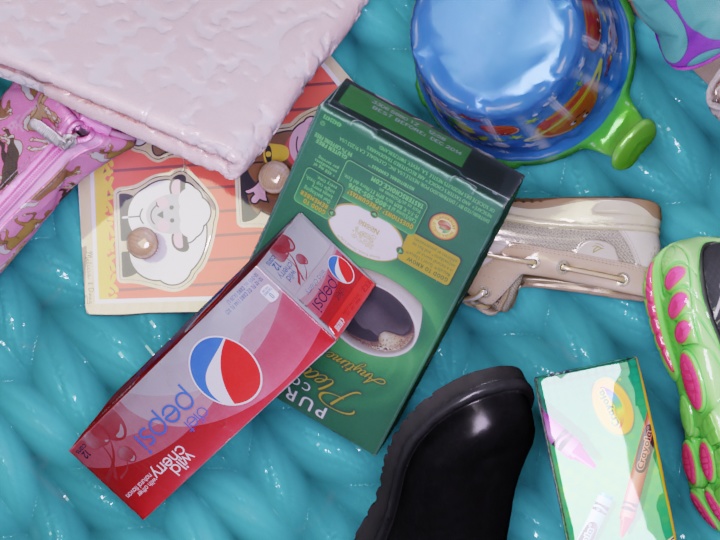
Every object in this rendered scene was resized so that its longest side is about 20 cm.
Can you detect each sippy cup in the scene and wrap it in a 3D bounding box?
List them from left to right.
[{"bbox_3d":[0.087,-0.133,1.435,0.177,0.130,0.140,4,89,13],"label":"sippy cup"}]

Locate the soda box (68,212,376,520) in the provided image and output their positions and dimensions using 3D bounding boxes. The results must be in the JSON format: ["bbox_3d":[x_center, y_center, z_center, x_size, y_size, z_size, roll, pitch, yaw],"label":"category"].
[{"bbox_3d":[-0.081,0.057,1.425,0.063,0.070,0.200,43,126,-5],"label":"soda box"}]

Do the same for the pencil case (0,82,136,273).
[{"bbox_3d":[-0.226,-0.038,1.489,0.200,0.086,0.083,-45,67,10],"label":"pencil case"}]

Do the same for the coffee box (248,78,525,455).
[{"bbox_3d":[0.000,0.000,1.428,0.123,0.044,0.200,28,125,6],"label":"coffee box"}]

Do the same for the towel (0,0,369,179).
[{"bbox_3d":[-0.110,-0.151,1.465,0.190,0.032,0.200,22,48,11],"label":"towel"}]

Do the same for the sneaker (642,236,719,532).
[{"bbox_3d":[0.226,0.076,1.426,0.083,0.077,0.201,-15,97,-18],"label":"sneaker"}]

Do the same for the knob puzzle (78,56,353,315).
[{"bbox_3d":[-0.077,-0.067,1.508,0.219,0.030,0.221,-1,84,8],"label":"knob puzzle"}]

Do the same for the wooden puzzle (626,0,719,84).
[{"bbox_3d":[0.238,-0.223,1.479,0.200,0.037,0.185,-45,81,7],"label":"wooden puzzle"}]

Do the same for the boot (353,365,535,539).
[{"bbox_3d":[0.075,0.171,1.381,0.079,0.212,0.158,-11,51,-32],"label":"boot"}]

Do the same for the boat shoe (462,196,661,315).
[{"bbox_3d":[0.078,-0.008,1.462,0.199,0.072,0.065,0,83,2],"label":"boat shoe"}]

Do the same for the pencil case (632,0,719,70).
[{"bbox_3d":[0.152,-0.208,1.381,0.092,0.085,0.200,-25,111,41],"label":"pencil case"}]

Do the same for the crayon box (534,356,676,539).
[{"bbox_3d":[0.138,0.118,1.374,0.058,0.200,0.119,-12,82,4],"label":"crayon box"}]

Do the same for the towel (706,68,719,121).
[{"bbox_3d":[0.290,-0.136,1.414,0.200,0.133,0.034,-45,54,2],"label":"towel"}]
